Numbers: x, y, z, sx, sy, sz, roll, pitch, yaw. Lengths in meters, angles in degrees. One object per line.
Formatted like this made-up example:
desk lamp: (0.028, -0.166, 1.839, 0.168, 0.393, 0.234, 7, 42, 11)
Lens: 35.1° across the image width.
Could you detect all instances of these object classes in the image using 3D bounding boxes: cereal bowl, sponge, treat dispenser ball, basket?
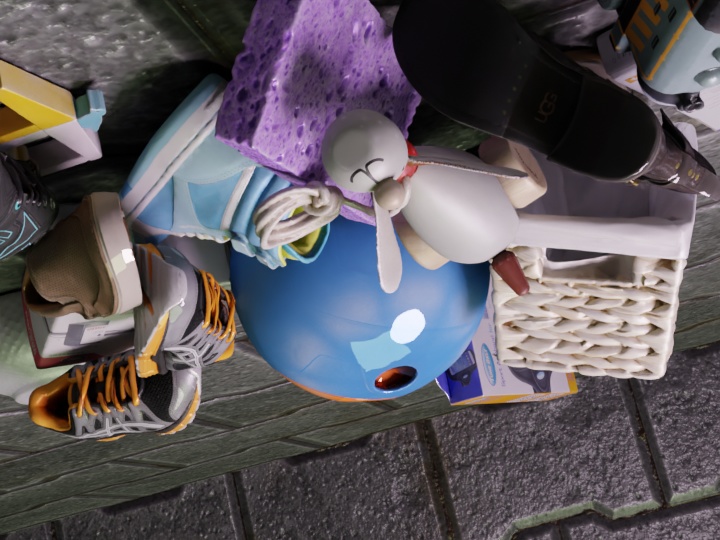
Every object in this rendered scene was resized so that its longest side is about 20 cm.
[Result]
cereal bowl: (-0.300, 0.080, 1.129, 0.199, 0.084, 0.200, -14, 166, -4)
sponge: (-0.015, -0.101, 0.673, 0.030, 0.112, 0.200, 18, 177, 21)
treat dispenser ball: (0.000, 0.000, 0.874, 0.200, 0.202, 0.201, -13, 165, -3)
basket: (0.172, -0.021, 0.831, 0.135, 0.124, 0.200, 4, -152, 16)

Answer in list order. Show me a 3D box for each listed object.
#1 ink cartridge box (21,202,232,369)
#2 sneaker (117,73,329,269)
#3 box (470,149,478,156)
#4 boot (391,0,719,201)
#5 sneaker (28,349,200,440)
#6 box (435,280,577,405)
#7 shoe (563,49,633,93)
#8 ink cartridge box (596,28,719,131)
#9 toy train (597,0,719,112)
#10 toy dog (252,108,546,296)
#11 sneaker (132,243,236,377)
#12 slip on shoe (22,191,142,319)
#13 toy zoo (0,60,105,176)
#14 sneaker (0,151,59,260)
ink cartridge box: (-0.201, 0.012, 0.965, 0.145, 0.085, 0.200, -8, 162, -24)
sneaker: (-0.095, -0.036, 0.777, 0.080, 0.130, 0.200, -55, -172, -29)
box: (0.174, -0.065, 1.019, 0.199, 0.087, 0.164, -20, 165, 21)
boot: (0.126, -0.100, 0.709, 0.069, 0.200, 0.174, -58, 159, 15)
sneaker: (-0.207, 0.105, 0.967, 0.077, 0.079, 0.200, 11, 152, -44)
box: (0.124, 0.058, 1.027, 0.041, 0.120, 0.200, -19, 165, 33)
shoe: (0.136, -0.127, 0.820, 0.199, 0.054, 0.070, 2, 159, -46)
ink cartridge box: (0.303, -0.173, 0.822, 0.198, 0.044, 0.200, -24, 160, 34)
toy train: (0.181, -0.163, 0.608, 0.085, 0.114, 0.200, -12, 165, -6)
toy dog: (0.048, -0.029, 0.661, 0.200, 0.097, 0.132, -10, 152, -46)
sneaker: (-0.124, 0.029, 0.810, 0.077, 0.079, 0.200, -1, 167, -10)
slip on shoe: (-0.189, -0.003, 0.752, 0.060, 0.076, 0.200, -14, 180, -21)
toy zoo: (-0.251, -0.078, 0.707, 0.199, 0.021, 0.131, -17, 165, 9)
sneaker: (-0.226, -0.050, 0.686, 0.079, 0.076, 0.200, -23, 177, -23)
